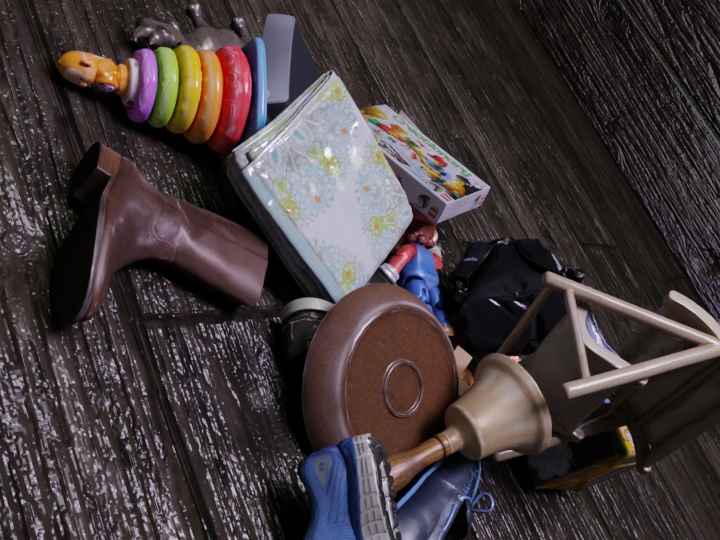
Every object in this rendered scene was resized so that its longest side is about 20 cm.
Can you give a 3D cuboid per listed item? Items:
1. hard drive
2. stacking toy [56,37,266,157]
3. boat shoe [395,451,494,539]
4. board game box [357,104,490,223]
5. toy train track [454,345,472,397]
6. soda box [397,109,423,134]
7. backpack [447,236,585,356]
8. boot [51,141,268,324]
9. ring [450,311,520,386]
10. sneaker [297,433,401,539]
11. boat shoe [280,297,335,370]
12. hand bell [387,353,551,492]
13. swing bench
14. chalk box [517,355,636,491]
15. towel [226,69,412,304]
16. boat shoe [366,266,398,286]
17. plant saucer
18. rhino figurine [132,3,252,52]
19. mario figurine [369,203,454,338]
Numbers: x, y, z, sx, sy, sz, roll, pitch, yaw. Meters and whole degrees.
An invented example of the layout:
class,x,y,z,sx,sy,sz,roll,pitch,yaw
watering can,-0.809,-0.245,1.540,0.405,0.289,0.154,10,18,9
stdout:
class,x,y,z,sx,sy,sz,roll,pitch,yaw
hard drive,-0.085,-0.227,0.896,0.136,0.042,0.202,62,19,-44
stacking toy,-0.195,-0.181,0.699,0.197,0.115,0.112,3,84,-35
boat shoe,0.074,0.235,0.677,0.068,0.085,0.199,41,41,17
board game box,0.063,-0.145,0.925,0.200,0.035,0.126,42,34,19
toy train track,0.076,0.152,0.796,0.114,0.033,0.200,39,38,8
soda box,0.043,-0.161,1.038,0.068,0.063,0.201,45,32,-14
backpack,0.198,0.032,0.934,0.200,0.163,0.129,-72,159,-69
boot,-0.153,0.000,0.607,0.199,0.064,0.189,34,36,-39
ring,0.179,0.147,0.966,0.199,0.019,0.203,35,34,-29
sneaker,-0.008,0.238,0.562,0.078,0.087,0.204,29,50,-73
boat shoe,0.004,0.091,0.726,0.199,0.072,0.061,22,46,-31
hand bell,0.069,0.163,0.644,0.198,0.104,0.105,-22,75,-28
swing bench,0.255,0.117,0.743,0.196,0.200,0.132,6,56,-9
chalk box,0.274,0.171,0.934,0.123,0.124,0.203,20,46,-44
towel,-0.031,-0.080,0.731,0.172,0.048,0.202,-50,121,-33
boat shoe,0.000,0.000,0.817,0.201,0.060,0.076,53,30,-2
plant saucer,0.032,0.114,0.681,0.198,0.034,0.205,3,85,-41
rhino figurine,-0.184,-0.257,0.815,0.088,0.060,0.199,57,29,9
mario figurine,0.060,-0.001,0.915,0.124,0.104,0.204,74,9,-65
